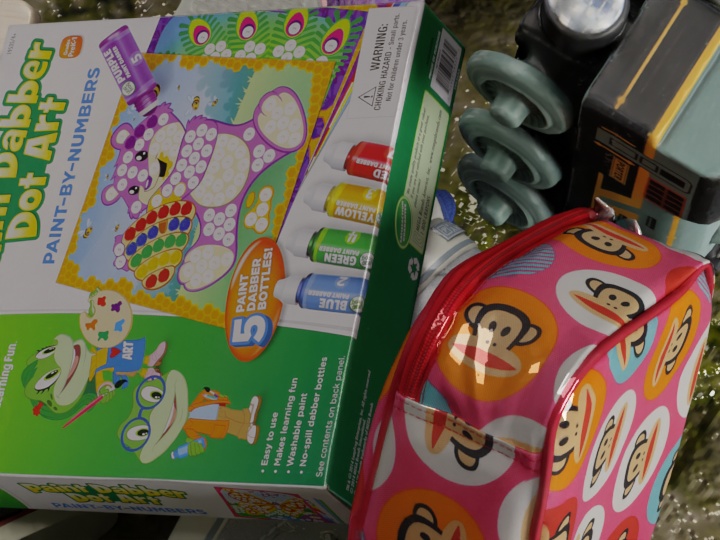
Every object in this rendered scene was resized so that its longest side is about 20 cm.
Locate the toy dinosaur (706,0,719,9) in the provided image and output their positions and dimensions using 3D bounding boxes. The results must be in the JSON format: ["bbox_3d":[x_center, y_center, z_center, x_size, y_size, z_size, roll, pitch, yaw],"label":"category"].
[{"bbox_3d":[0.162,-0.050,1.158,0.199,0.102,0.137,11,80,-2],"label":"toy dinosaur"}]

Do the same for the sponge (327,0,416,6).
[{"bbox_3d":[0.031,-0.199,1.209,0.030,0.200,0.112,7,49,-31],"label":"sponge"}]

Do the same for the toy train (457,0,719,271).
[{"bbox_3d":[0.102,-0.053,1.041,0.114,0.200,0.085,33,74,11],"label":"toy train"}]

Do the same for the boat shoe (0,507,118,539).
[{"bbox_3d":[-0.199,0.111,1.091,0.199,0.071,0.063,-22,71,-15],"label":"boat shoe"}]

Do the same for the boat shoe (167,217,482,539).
[{"bbox_3d":[-0.006,0.075,1.057,0.071,0.070,0.201,41,103,14],"label":"boat shoe"}]

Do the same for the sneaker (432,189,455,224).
[{"bbox_3d":[0.000,0.000,1.136,0.199,0.075,0.088,26,76,11],"label":"sneaker"}]

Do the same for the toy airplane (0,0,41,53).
[{"bbox_3d":[-0.268,-0.138,1.231,0.199,0.141,0.200,-24,57,-9],"label":"toy airplane"}]

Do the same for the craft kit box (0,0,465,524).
[{"bbox_3d":[-0.071,-0.005,1.044,0.197,0.048,0.201,-2,65,30],"label":"craft kit box"}]

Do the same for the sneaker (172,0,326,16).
[{"bbox_3d":[-0.048,-0.088,1.185,0.075,0.105,0.201,-2,50,4],"label":"sneaker"}]

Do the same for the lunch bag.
[{"bbox_3d":[0.068,0.080,0.997,0.082,0.201,0.176,25,27,23],"label":"lunch bag"}]
